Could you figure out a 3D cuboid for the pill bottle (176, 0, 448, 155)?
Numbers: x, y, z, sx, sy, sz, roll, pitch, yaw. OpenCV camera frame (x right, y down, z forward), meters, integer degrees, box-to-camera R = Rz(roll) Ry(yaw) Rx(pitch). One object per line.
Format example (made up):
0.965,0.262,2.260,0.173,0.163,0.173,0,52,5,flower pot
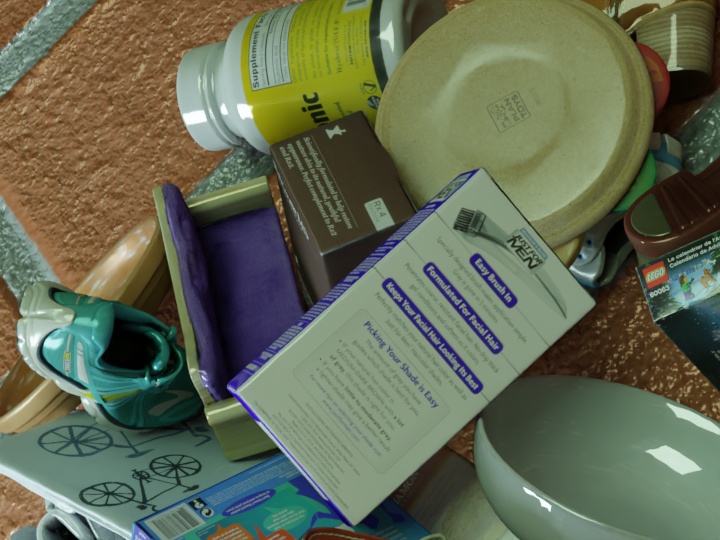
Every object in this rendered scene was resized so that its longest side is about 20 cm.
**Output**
-0.034,-0.147,1.429,0.199,0.111,0.112,-9,63,28,pill bottle

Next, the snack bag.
-0.135,0.137,1.319,0.199,0.188,0.022,20,115,37,snack bag

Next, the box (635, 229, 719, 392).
0.261,0.023,1.112,0.136,0.200,0.038,-24,57,18,box

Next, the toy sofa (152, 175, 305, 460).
-0.083,0.023,1.336,0.082,0.098,0.201,-16,50,0,toy sofa

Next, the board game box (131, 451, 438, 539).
-0.019,0.195,1.135,0.200,0.152,0.045,39,134,34,board game box

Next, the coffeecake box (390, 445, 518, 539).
0.079,0.221,1.204,0.200,0.073,0.154,34,88,37,coffeecake box

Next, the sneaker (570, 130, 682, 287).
0.131,-0.024,1.296,0.199,0.075,0.087,-21,64,21,sneaker

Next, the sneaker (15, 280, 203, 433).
-0.154,0.064,1.283,0.079,0.200,0.078,2,74,25,sneaker

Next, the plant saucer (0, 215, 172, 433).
-0.203,0.046,1.425,0.200,0.037,0.200,-46,16,16,plant saucer

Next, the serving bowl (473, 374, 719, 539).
0.158,0.139,1.144,0.200,0.199,0.066,34,119,37,serving bowl

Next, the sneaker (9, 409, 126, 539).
-0.200,0.167,1.368,0.075,0.115,0.200,-41,53,11,sneaker

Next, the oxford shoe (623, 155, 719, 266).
0.266,-0.046,1.233,0.199,0.075,0.071,-24,38,-3,oxford shoe

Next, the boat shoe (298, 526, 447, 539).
0.054,0.183,1.080,0.199,0.063,0.071,18,37,11,boat shoe

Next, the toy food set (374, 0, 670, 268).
0.106,-0.097,1.269,0.198,0.049,0.200,-43,62,1,toy food set

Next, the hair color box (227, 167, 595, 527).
0.030,0.044,1.141,0.200,0.065,0.109,-41,96,-6,hair color box

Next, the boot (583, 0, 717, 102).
0.156,-0.186,1.361,0.199,0.074,0.155,-7,64,15,boot

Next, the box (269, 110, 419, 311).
0.000,0.000,1.275,0.075,0.200,0.100,-20,54,-9,box
